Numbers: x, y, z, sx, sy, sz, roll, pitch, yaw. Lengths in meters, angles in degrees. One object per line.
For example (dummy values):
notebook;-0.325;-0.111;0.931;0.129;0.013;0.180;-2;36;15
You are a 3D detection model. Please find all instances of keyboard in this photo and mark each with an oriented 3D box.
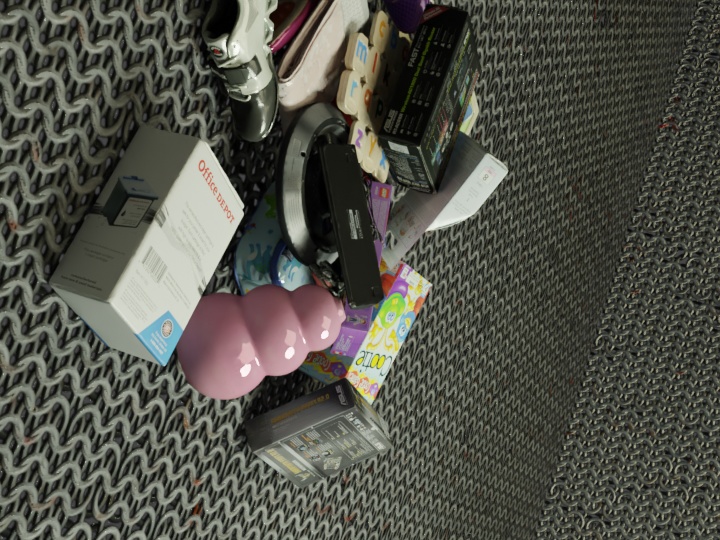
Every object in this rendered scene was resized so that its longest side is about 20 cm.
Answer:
keyboard;-0.015;-0.052;1.451;0.104;0.039;0.203;-3;82;-57

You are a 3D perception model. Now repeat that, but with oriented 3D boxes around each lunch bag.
lunch bag;-0.089;-0.008;1.563;0.201;0.082;0.162;78;31;-48

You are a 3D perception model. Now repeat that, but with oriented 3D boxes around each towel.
towel;-0.044;-0.260;1.481;0.192;0.032;0.200;-59;169;-15

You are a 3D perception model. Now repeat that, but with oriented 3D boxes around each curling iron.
curling iron;-0.040;0.023;1.504;0.026;0.050;0.200;-43;172;-8

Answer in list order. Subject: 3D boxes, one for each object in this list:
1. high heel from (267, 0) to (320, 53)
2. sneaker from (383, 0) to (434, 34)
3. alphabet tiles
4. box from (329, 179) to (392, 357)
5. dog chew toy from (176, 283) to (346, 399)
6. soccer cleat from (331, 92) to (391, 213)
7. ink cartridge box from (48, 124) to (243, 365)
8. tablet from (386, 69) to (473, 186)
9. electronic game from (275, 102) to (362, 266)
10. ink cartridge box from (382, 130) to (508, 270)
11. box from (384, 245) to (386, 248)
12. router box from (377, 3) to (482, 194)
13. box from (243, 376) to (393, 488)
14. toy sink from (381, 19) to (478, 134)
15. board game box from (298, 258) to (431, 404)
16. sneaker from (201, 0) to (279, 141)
high heel;-0.068;-0.294;1.450;0.201;0.067;0.097;-59;141;-38
sneaker;0.029;-0.402;1.559;0.088;0.080;0.202;-27;102;-45
alphabet tiles;0.023;-0.223;1.549;0.200;0.014;0.198;31;68;-62
box;0.000;0.000;1.581;0.137;0.039;0.202;114;-14;-71
dog chew toy;-0.114;0.074;1.409;0.125;0.198;0.126;164;-90;-90
soccer cleat;0.000;-0.162;1.674;0.085;0.068;0.202;-73;148;-58
ink cartridge box;-0.217;-0.026;1.261;0.202;0.085;0.147;-66;155;-23
tablet;0.075;-0.222;1.663;0.200;0.014;0.131;-44;117;-34
electronic game;-0.050;-0.104;1.475;0.200;0.041;0.203;-17;109;-63
ink cartridge box;0.105;-0.090;1.646;0.201;0.057;0.163;-55;-161;9
box;-0.002;-0.035;1.793;0.121;0.032;0.202;-53;147;-40
router box;0.094;-0.222;1.568;0.150;0.061;0.202;58;50;-66
box;-0.055;0.232;1.693;0.200;0.157;0.049;53;14;-60
toy sink;0.096;-0.257;1.783;0.131;0.111;0.201;-64;153;-24
board game box;0.001;0.076;1.725;0.202;0.102;0.105;-62;147;-4
sneaker;-0.142;-0.239;1.335;0.088;0.073;0.203;-25;120;-48
